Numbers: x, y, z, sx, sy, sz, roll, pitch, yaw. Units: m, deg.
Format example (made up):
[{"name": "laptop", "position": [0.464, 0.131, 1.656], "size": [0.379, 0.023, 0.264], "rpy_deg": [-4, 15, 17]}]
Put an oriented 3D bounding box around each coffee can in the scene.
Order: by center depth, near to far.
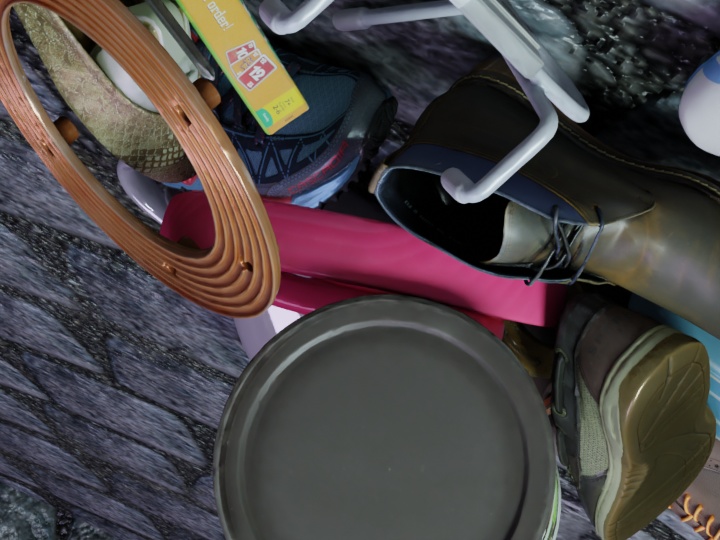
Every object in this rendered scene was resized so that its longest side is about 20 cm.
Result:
[{"name": "coffee can", "position": [0.020, 0.100, 0.888], "size": [0.146, 0.147, 0.200], "rpy_deg": [22, 173, 10]}]

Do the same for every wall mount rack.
[{"name": "wall mount rack", "position": [0.001, -0.118, 0.764], "size": [0.200, 0.075, 0.174], "rpy_deg": [40, -165, -36]}]

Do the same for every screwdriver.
[{"name": "screwdriver", "position": [-0.111, -0.138, 0.751], "size": [0.200, 0.029, 0.028], "rpy_deg": [58, -178, 29]}]

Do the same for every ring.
[{"name": "ring", "position": [-0.101, -0.062, 0.794], "size": [0.200, 0.019, 0.201], "rpy_deg": [40, 157, 20]}]

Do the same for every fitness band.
[{"name": "fitness band", "position": [0.000, 0.000, 0.896], "size": [0.199, 0.038, 0.144], "rpy_deg": [10, 170, 25]}]

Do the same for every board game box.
[{"name": "board game box", "position": [-0.087, -0.148, 0.752], "size": [0.200, 0.030, 0.096], "rpy_deg": [52, -176, -46]}]

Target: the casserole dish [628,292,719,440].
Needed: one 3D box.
[{"name": "casserole dish", "position": [0.196, 0.065, 0.887], "size": [0.200, 0.039, 0.121], "rpy_deg": [38, 169, 33]}]

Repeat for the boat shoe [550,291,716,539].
[{"name": "boat shoe", "position": [0.125, 0.068, 0.896], "size": [0.065, 0.073, 0.200], "rpy_deg": [46, 163, 25]}]

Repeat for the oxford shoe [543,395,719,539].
[{"name": "oxford shoe", "position": [0.184, 0.109, 0.983], "size": [0.199, 0.073, 0.071], "rpy_deg": [11, 150, 18]}]

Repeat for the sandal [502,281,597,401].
[{"name": "sandal", "position": [0.080, 0.024, 0.986], "size": [0.080, 0.054, 0.200], "rpy_deg": [55, 161, 27]}]

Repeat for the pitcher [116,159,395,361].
[{"name": "pitcher", "position": [-0.041, 0.001, 1.079], "size": [0.171, 0.121, 0.200], "rpy_deg": [14, 150, 45]}]

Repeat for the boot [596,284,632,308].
[{"name": "boot", "position": [0.221, 0.078, 1.050], "size": [0.199, 0.069, 0.189], "rpy_deg": [15, 148, 13]}]

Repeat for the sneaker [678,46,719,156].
[{"name": "sneaker", "position": [0.195, -0.048, 0.690], "size": [0.200, 0.073, 0.072], "rpy_deg": [8, 157, 46]}]

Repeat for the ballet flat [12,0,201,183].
[{"name": "ballet flat", "position": [-0.119, -0.122, 0.852], "size": [0.065, 0.071, 0.200], "rpy_deg": [-10, 126, 46]}]

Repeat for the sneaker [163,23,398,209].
[{"name": "sneaker", "position": [-0.071, -0.081, 0.941], "size": [0.200, 0.080, 0.096], "rpy_deg": [6, 152, 46]}]

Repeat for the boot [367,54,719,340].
[{"name": "boot", "position": [0.097, -0.008, 0.802], "size": [0.200, 0.097, 0.075], "rpy_deg": [36, 136, 20]}]
